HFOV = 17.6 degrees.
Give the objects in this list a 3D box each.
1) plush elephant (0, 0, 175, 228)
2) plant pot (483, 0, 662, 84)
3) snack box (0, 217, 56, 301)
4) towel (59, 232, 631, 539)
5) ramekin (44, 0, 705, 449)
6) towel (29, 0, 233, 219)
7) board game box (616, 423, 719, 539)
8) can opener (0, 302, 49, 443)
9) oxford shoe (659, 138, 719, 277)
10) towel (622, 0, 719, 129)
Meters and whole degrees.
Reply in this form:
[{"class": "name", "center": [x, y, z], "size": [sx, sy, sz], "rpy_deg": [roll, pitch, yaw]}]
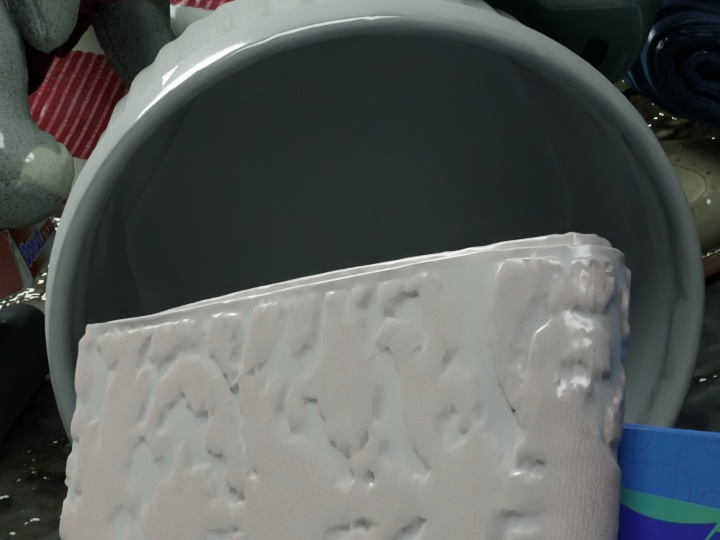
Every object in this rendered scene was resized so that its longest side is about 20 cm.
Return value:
[{"class": "plush elephant", "center": [-0.114, -0.108, 0.849], "size": [0.155, 0.200, 0.165], "rpy_deg": [-7, -6, -35]}, {"class": "plant pot", "center": [0.049, -0.174, 0.806], "size": [0.200, 0.200, 0.196], "rpy_deg": [6, 63, 24]}, {"class": "snack box", "center": [-0.205, 0.030, 0.839], "size": [0.200, 0.024, 0.072], "rpy_deg": [-25, 10, 6]}, {"class": "towel", "center": [-0.013, 0.101, 0.549], "size": [0.032, 0.200, 0.191], "rpy_deg": [13, -15, -38]}, {"class": "ramekin", "center": [0.000, 0.000, 0.740], "size": [0.200, 0.200, 0.105], "rpy_deg": [-12, 23, -2]}, {"class": "towel", "center": [-0.093, -0.103, 0.931], "size": [0.144, 0.023, 0.200], "rpy_deg": [11, 59, 22]}, {"class": "board game box", "center": [0.031, 0.109, 0.556], "size": [0.045, 0.152, 0.200], "rpy_deg": [10, -6, -39]}, {"class": "can opener", "center": [-0.168, 0.063, 0.803], "size": [0.053, 0.067, 0.200], "rpy_deg": [2, 35, 20]}, {"class": "oxford shoe", "center": [0.071, -0.032, 0.860], "size": [0.200, 0.074, 0.071], "rpy_deg": [-9, 30, -16]}, {"class": "towel", "center": [0.128, -0.104, 0.937], "size": [0.111, 0.049, 0.200], "rpy_deg": [13, 22, -20]}]
